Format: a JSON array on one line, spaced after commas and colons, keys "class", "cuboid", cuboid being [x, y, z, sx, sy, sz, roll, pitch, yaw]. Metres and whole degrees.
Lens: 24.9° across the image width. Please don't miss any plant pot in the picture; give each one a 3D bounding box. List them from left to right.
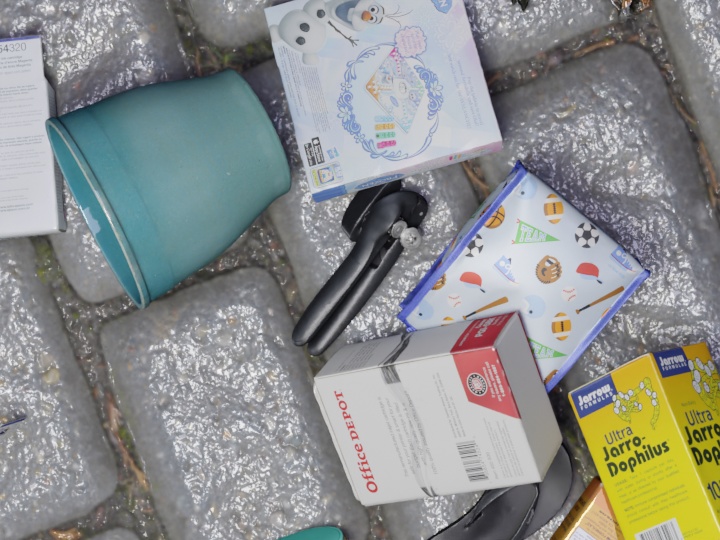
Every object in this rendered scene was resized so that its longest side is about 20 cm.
[{"class": "plant pot", "cuboid": [-0.177, -0.097, 1.583, 0.187, 0.200, 0.201, -29, 88, -14]}]

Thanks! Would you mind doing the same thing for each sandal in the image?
[{"class": "sandal", "cuboid": [0.140, 0.251, 1.639, 0.076, 0.043, 0.200, 44, 91, 2]}]

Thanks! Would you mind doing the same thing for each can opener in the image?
[{"class": "can opener", "cuboid": [0.000, 0.000, 1.647, 0.063, 0.079, 0.201, 27, 94, -37]}]

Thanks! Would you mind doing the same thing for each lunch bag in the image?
[{"class": "lunch bag", "cuboid": [0.155, 0.021, 1.600, 0.169, 0.124, 0.201, 38, 97, 0]}]

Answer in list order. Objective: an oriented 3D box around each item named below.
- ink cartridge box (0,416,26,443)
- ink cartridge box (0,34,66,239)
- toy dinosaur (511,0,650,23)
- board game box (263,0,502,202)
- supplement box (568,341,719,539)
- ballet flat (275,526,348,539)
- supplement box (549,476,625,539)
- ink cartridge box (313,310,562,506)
[{"class": "ink cartridge box", "cuboid": [-0.425, 0.210, 1.633, 0.039, 0.099, 0.200, 44, 90, 3]}, {"class": "ink cartridge box", "cuboid": [-0.406, -0.129, 1.665, 0.194, 0.043, 0.203, -5, 87, 3]}, {"class": "toy dinosaur", "cuboid": [0.207, -0.331, 1.634, 0.135, 0.102, 0.200, -35, 70, -13]}, {"class": "board game box", "cuboid": [0.022, -0.192, 1.633, 0.197, 0.043, 0.202, -15, 78, 3]}, {"class": "supplement box", "cuboid": [0.302, 0.185, 1.562, 0.109, 0.108, 0.202, -32, 73, 39]}, {"class": "ballet flat", "cuboid": [-0.102, 0.314, 1.644, 0.198, 0.072, 0.073, -16, 89, 2]}, {"class": "supplement box", "cuboid": [0.205, 0.307, 1.625, 0.068, 0.067, 0.201, 34, 90, 2]}, {"class": "ink cartridge box", "cuboid": [0.074, 0.135, 1.569, 0.198, 0.083, 0.148, -11, 109, 28]}]
